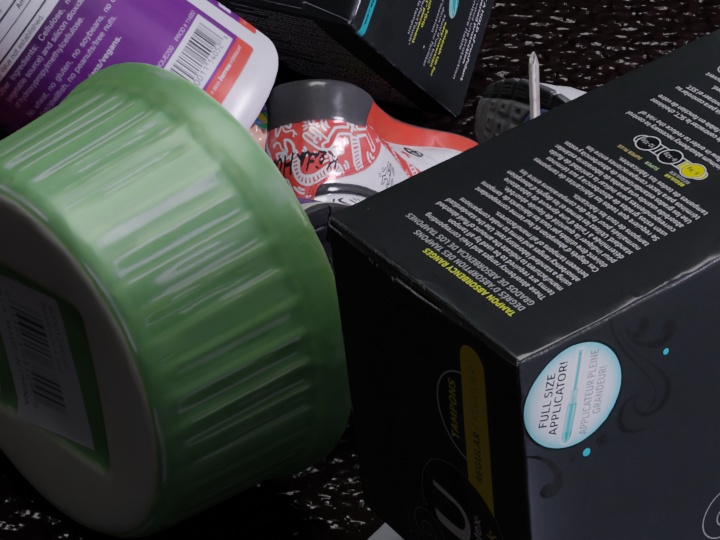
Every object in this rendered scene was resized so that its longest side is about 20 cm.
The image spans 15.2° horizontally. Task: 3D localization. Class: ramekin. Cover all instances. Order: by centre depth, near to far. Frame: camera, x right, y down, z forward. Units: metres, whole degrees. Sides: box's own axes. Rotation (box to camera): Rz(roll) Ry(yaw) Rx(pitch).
[{"bbox_3d":[-0.104,0.019,1.183,0.098,0.201,0.200,-30,40,-31],"label":"ramekin"}]

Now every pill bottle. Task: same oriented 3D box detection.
[{"bbox_3d":[-0.146,-0.118,1.327,0.200,0.113,0.113,35,27,-10],"label":"pill bottle"}]

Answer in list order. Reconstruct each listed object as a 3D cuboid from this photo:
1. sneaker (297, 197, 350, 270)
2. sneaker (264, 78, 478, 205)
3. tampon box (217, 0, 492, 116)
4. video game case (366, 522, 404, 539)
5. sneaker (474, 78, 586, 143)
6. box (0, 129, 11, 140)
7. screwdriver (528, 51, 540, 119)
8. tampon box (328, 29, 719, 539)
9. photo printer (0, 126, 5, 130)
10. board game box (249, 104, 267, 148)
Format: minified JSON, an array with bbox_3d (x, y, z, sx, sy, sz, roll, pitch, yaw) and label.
[{"bbox_3d":[0.000,0.000,1.280,0.087,0.076,0.200,15,-4,42],"label":"sneaker"},{"bbox_3d":[0.012,-0.023,1.396,0.067,0.108,0.201,-6,-14,28],"label":"sneaker"},{"bbox_3d":[-0.008,-0.192,1.512,0.126,0.150,0.200,16,-6,21],"label":"tampon box"},{"bbox_3d":[0.104,0.141,1.117,0.199,0.046,0.181,17,34,26],"label":"video game case"},{"bbox_3d":[0.152,-0.053,1.469,0.200,0.075,0.087,26,25,27],"label":"sneaker"},{"bbox_3d":[-0.207,-0.020,1.385,0.110,0.035,0.200,1,25,31],"label":"box"},{"bbox_3d":[0.082,-0.013,1.292,0.029,0.201,0.028,6,-20,-30],"label":"screwdriver"},{"bbox_3d":[0.108,0.026,1.057,0.200,0.150,0.126,-26,39,-24],"label":"tampon box"},{"bbox_3d":[-0.183,-0.112,1.478,0.166,0.070,0.200,1,0,-13],"label":"photo printer"},{"bbox_3d":[-0.043,-0.064,1.492,0.157,0.039,0.200,12,31,19],"label":"board game box"}]
